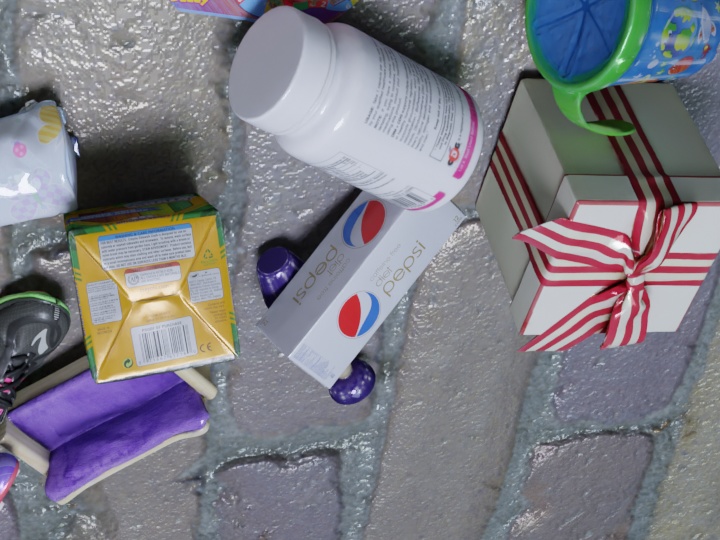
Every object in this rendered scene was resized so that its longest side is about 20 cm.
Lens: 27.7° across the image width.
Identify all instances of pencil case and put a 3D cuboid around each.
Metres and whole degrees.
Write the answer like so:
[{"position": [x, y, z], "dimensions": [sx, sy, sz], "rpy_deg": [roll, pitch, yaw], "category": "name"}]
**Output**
[{"position": [-0.322, -0.074, 1.161], "dimensions": [0.197, 0.083, 0.092], "rpy_deg": [-13, 114, -8], "category": "pencil case"}]

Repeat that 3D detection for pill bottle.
[{"position": [-0.003, -0.131, 1.187], "dimensions": [0.199, 0.114, 0.113], "rpy_deg": [23, 121, -40], "category": "pill bottle"}]

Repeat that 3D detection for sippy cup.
[{"position": [0.226, -0.212, 1.199], "dimensions": [0.129, 0.141, 0.178], "rpy_deg": [-1, 145, -33], "category": "sippy cup"}]

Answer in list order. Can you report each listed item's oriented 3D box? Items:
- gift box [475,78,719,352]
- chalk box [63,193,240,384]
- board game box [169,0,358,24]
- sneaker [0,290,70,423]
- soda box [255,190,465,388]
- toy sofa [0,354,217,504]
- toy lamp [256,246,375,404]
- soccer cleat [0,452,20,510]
[{"position": [0.201, -0.042, 1.290], "dimensions": [0.197, 0.188, 0.186], "rpy_deg": [-5, 137, -15], "category": "gift box"}, {"position": [-0.181, 0.006, 1.231], "dimensions": [0.123, 0.200, 0.126], "rpy_deg": [-10, 101, -13], "category": "chalk box"}, {"position": [-0.064, -0.250, 1.119], "dimensions": [0.197, 0.039, 0.159], "rpy_deg": [5, 129, -22], "category": "board game box"}, {"position": [-0.325, 0.097, 1.313], "dimensions": [0.076, 0.084, 0.200], "rpy_deg": [26, 119, -36], "category": "sneaker"}, {"position": [0.000, 0.000, 1.303], "dimensions": [0.201, 0.068, 0.064], "rpy_deg": [-51, 130, -1], "category": "soda box"}, {"position": [-0.235, 0.126, 1.346], "dimensions": [0.198, 0.098, 0.083], "rpy_deg": [-27, 135, 17], "category": "toy sofa"}, {"position": [-0.044, 0.053, 1.389], "dimensions": [0.058, 0.059, 0.201], "rpy_deg": [-25, 133, 5], "category": "toy lamp"}, {"position": [-0.393, 0.203, 1.362], "dimensions": [0.199, 0.067, 0.076], "rpy_deg": [-22, 126, 42], "category": "soccer cleat"}]
